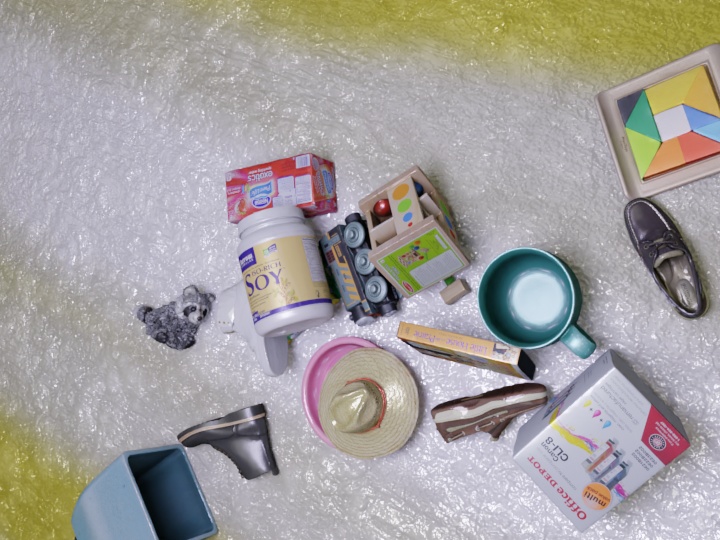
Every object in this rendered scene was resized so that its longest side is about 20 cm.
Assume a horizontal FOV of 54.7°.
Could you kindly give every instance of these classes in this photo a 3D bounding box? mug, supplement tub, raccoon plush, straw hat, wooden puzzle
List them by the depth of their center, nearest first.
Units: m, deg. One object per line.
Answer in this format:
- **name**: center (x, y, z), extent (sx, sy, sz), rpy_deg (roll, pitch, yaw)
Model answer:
- **wooden puzzle**: center (0.475, -0.223, 1.053), extent (0.198, 0.037, 0.188), rpy_deg (-19, 78, 24)
- **mug**: center (0.273, 0.060, 1.088), extent (0.150, 0.114, 0.188), rpy_deg (-19, 79, 23)
- **straw hat**: center (-0.006, 0.231, 1.174), extent (0.198, 0.085, 0.205), rpy_deg (-2, 85, 27)
- **supplement tub**: center (-0.136, 0.003, 1.229), extent (0.144, 0.145, 0.203), rpy_deg (-21, 78, 23)
- **raccoon plush**: center (-0.394, 0.071, 1.438), extent (0.198, 0.097, 0.135), rpy_deg (28, 91, 26)

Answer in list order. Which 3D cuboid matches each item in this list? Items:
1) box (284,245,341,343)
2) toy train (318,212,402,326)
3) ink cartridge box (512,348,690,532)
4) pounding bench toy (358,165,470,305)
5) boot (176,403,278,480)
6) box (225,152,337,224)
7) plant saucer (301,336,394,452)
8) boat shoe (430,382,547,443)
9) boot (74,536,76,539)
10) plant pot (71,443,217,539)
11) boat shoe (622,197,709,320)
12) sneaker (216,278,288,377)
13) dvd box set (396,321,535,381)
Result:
- **box**: center (-0.126, 0.053, 1.326), extent (0.199, 0.048, 0.118), rpy_deg (-40, 71, 16)
- **toy train**: center (0.000, 0.000, 1.251), extent (0.113, 0.085, 0.202), rpy_deg (-31, 72, 31)
- **ink cartridge box**: center (0.343, 0.243, 1.012), extent (0.145, 0.144, 0.200), rpy_deg (46, 106, 9)
- **pounding bench toy**: center (0.105, -0.049, 1.184), extent (0.123, 0.200, 0.157), rpy_deg (-29, 42, 19)
- **boot**: center (-0.261, 0.355, 1.357), extent (0.198, 0.077, 0.140), rpy_deg (-22, 81, 24)
- **box**: center (-0.152, -0.149, 1.326), extent (0.197, 0.095, 0.101), rpy_deg (-8, 82, 26)
- **plant saucer**: center (-0.012, 0.221, 1.253), extent (0.198, 0.051, 0.204), rpy_deg (-2, 86, 27)
- **boat shoe**: center (0.216, 0.238, 1.134), extent (0.200, 0.074, 0.076), rpy_deg (-19, 88, 32)
- **boot**: center (-0.542, 0.629, 1.469), extent (0.156, 0.079, 0.214), rpy_deg (14, 92, 27)
- **plant pot**: center (-0.437, 0.481, 1.351), extent (0.199, 0.195, 0.198), rpy_deg (-33, 72, 13)
- **boat shoe**: center (0.455, -0.022, 1.029), extent (0.073, 0.065, 0.202), rpy_deg (-32, 76, 17)
- **sneaker**: center (-0.207, 0.114, 1.303), extent (0.115, 0.073, 0.203), rpy_deg (-24, 68, 26)
- **dvd box set**: center (0.172, 0.130, 1.115), extent (0.197, 0.146, 0.030), rpy_deg (11, 77, 26)
